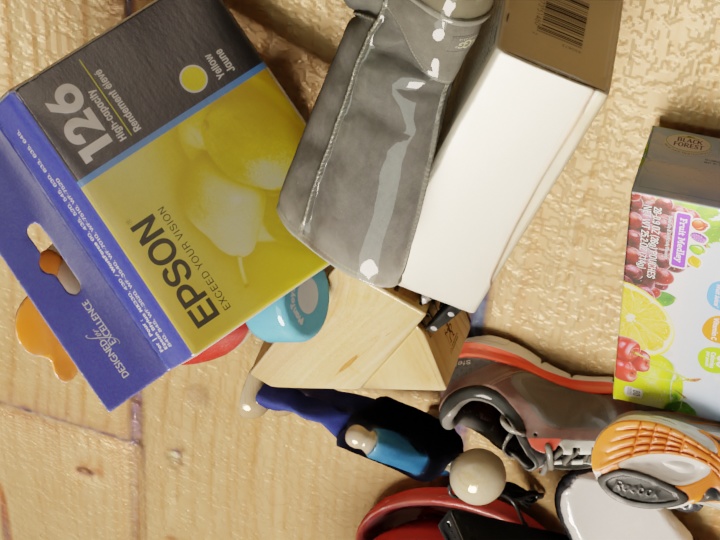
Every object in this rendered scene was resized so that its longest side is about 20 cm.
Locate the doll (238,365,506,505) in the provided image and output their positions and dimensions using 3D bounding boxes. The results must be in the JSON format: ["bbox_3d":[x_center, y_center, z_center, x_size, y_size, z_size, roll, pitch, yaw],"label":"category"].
[{"bbox_3d":[0.018,0.114,1.665,0.200,0.136,0.049,20,101,30],"label":"doll"}]

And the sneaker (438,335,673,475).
[{"bbox_3d":[0.144,0.117,1.627,0.200,0.082,0.077,18,140,7],"label":"sneaker"}]

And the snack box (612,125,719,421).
[{"bbox_3d":[0.250,0.014,1.474,0.168,0.068,0.200,13,141,12],"label":"snack box"}]

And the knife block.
[{"bbox_3d":[0.000,0.000,1.582,0.200,0.064,0.176,0,134,26],"label":"knife block"}]

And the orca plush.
[{"bbox_3d":[0.219,0.202,1.723,0.200,0.071,0.105,22,96,-13],"label":"orca plush"}]

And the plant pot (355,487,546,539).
[{"bbox_3d":[0.059,0.279,1.769,0.200,0.183,0.201,13,139,12],"label":"plant pot"}]

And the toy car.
[{"bbox_3d":[-0.153,-0.008,1.506,0.184,0.200,0.177,1,106,32],"label":"toy car"}]

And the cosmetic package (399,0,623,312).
[{"bbox_3d":[0.081,-0.081,1.404,0.073,0.104,0.200,21,135,-7],"label":"cosmetic package"}]

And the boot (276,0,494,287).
[{"bbox_3d":[-0.008,-0.116,1.371,0.182,0.073,0.200,48,138,33],"label":"boot"}]

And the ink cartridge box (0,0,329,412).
[{"bbox_3d":[-0.124,-0.050,1.439,0.198,0.200,0.047,55,161,-2],"label":"ink cartridge box"}]

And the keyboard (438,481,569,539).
[{"bbox_3d":[0.121,0.200,1.694,0.021,0.127,0.200,-39,146,24],"label":"keyboard"}]

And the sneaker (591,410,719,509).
[{"bbox_3d":[0.253,0.130,1.550,0.200,0.092,0.076,19,105,4],"label":"sneaker"}]
